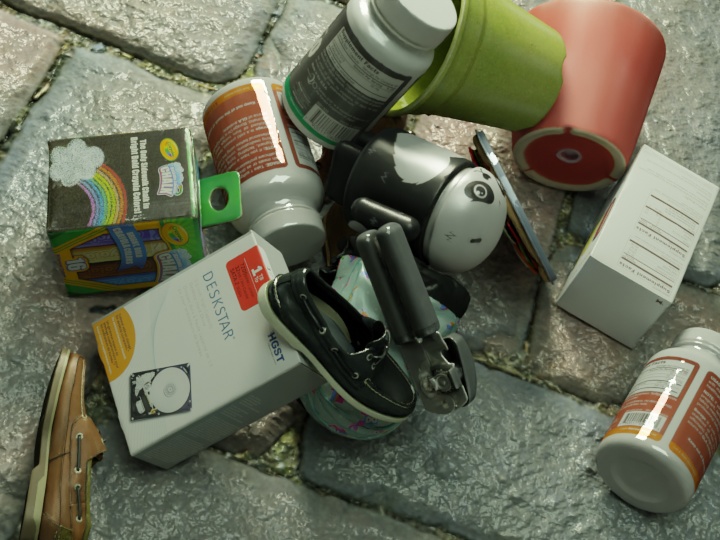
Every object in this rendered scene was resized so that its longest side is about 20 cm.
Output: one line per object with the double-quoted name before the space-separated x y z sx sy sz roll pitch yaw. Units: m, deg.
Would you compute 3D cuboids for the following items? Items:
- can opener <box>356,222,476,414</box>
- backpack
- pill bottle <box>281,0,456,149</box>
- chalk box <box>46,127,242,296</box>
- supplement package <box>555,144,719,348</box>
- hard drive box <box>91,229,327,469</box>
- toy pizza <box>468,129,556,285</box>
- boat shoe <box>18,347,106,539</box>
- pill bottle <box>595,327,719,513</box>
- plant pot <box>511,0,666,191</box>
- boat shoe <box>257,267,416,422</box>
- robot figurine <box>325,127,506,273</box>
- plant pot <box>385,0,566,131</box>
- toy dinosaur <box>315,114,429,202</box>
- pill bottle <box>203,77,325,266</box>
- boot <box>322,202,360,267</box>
"can opener" 0.060 0.047 1.338 0.067 0.053 0.202 -27 97 -54
"backpack" 0.011 0.077 1.402 0.166 0.127 0.201 28 78 -4
"pill bottle" 0.010 -0.234 1.470 0.113 0.200 0.114 26 41 -25
"chalk box" -0.226 -0.064 1.431 0.198 0.124 0.126 -5 57 -5
"supplement package" 0.332 -0.030 1.601 0.109 0.114 0.201 30 53 3
"hard drive box" -0.152 0.081 1.343 0.199 0.077 0.157 -29 63 11
"toy pizza" 0.171 -0.070 1.553 0.032 0.200 0.201 -27 63 7
"boat shoe" -0.285 0.176 1.314 0.067 0.072 0.202 11 64 -14
"pill bottle" 0.348 0.160 1.479 0.112 0.112 0.200 34 54 8
"plant pot" 0.272 -0.210 1.668 0.199 0.201 0.179 16 63 -5
"boat shoe" -0.006 0.067 1.280 0.199 0.066 0.075 45 33 -15
"robot figurine" 0.061 -0.080 1.441 0.199 0.125 0.151 28 71 22
"plant pot" 0.133 -0.251 1.570 0.183 0.200 0.202 16 51 -31
"toy dinosaur" 0.010 -0.170 1.624 0.134 0.086 0.201 18 48 4
"pill bottle" -0.106 -0.109 1.518 0.111 0.112 0.201 -6 59 -20
"boot" 0.000 0.000 1.508 0.073 0.076 0.201 -3 60 -23
